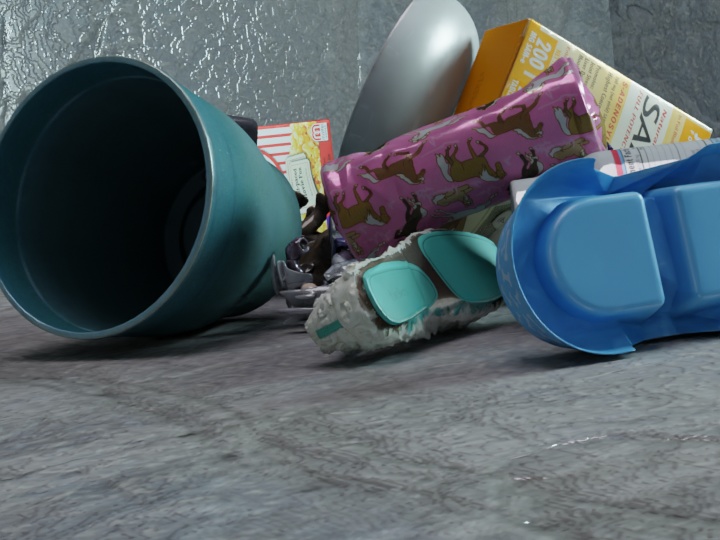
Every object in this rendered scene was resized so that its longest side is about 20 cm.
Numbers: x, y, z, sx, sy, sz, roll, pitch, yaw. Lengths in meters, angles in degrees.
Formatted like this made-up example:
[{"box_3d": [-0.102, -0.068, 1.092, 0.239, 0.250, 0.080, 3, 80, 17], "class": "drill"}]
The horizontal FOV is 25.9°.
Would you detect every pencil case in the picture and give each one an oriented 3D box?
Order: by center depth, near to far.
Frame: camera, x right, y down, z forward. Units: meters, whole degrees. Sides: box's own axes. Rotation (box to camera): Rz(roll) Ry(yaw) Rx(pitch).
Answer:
[{"box_3d": [0.069, -0.073, 1.074, 0.200, 0.083, 0.087, -23, -28, 7], "class": "pencil case"}]

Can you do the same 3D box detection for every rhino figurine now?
[{"box_3d": [-0.041, -0.019, 1.366, 0.060, 0.088, 0.200, 33, -7, -19], "class": "rhino figurine"}]

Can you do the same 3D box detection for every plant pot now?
[{"box_3d": [-0.144, -0.039, 1.169, 0.200, 0.200, 0.188, -3, -9, 28], "class": "plant pot"}]

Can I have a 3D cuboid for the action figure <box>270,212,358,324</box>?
[{"box_3d": [0.000, 0.000, 1.169, 0.130, 0.069, 0.200, 5, 10, 3], "class": "action figure"}]

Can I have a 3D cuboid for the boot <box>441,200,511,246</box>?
[{"box_3d": [0.140, -0.026, 1.215, 0.154, 0.072, 0.200, 13, -27, -7], "class": "boot"}]

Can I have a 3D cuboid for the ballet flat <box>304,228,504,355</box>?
[{"box_3d": [0.029, 0.016, 1.009, 0.072, 0.072, 0.200, -2, 5, 32], "class": "ballet flat"}]

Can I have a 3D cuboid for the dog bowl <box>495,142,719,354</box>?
[{"box_3d": [0.169, -0.010, 0.904, 0.200, 0.112, 0.050, -8, -8, -19], "class": "dog bowl"}]

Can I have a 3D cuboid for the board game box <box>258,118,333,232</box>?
[{"box_3d": [-0.123, -0.099, 1.895, 0.200, 0.152, 0.046, -11, 7, -35], "class": "board game box"}]

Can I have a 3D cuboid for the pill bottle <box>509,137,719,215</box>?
[{"box_3d": [0.201, -0.028, 1.015, 0.200, 0.109, 0.109, -6, 5, 4], "class": "pill bottle"}]

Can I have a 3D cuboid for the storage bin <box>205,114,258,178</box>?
[{"box_3d": [-0.162, -0.056, 1.352, 0.134, 0.200, 0.146, 5, 4, -9], "class": "storage bin"}]

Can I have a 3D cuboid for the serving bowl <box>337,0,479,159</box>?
[{"box_3d": [0.051, -0.134, 1.317, 0.066, 0.200, 0.200, 26, 12, 10], "class": "serving bowl"}]

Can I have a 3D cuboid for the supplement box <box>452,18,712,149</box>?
[{"box_3d": [0.177, -0.102, 1.279, 0.200, 0.126, 0.074, 26, -12, -24], "class": "supplement box"}]
